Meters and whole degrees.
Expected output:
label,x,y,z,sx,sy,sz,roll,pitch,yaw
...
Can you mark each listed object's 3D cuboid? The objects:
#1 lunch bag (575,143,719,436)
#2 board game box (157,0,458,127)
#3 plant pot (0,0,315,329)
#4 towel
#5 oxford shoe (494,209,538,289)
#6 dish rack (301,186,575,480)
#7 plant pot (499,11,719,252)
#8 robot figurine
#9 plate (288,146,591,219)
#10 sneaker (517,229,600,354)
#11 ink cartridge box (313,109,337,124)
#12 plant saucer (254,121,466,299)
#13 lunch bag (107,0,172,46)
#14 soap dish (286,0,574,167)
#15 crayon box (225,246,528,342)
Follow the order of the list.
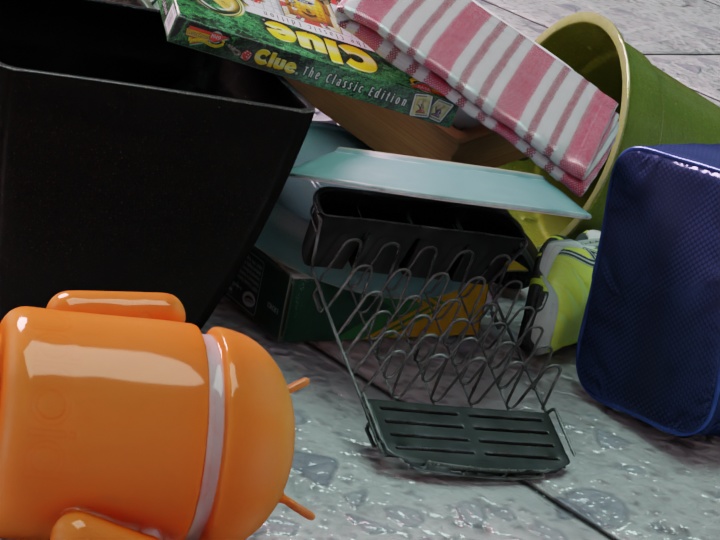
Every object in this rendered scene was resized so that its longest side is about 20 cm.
label,x,y,z,sx,sy,sz,roll,pitch,yaw
lunch bag,0.241,0.004,1.309,0.132,0.202,0.136,1,17,-38
board game box,-0.037,-0.152,1.282,0.199,0.024,0.105,15,33,-25
plant pot,-0.168,-0.061,1.255,0.199,0.179,0.200,7,19,-25
towel,0.079,-0.130,1.310,0.199,0.030,0.146,35,26,1
oxford shoe,0.077,-0.075,1.508,0.084,0.073,0.200,-33,80,-31
dish rack,0.052,0.040,1.222,0.152,0.055,0.201,5,43,-27
plant pot,0.227,-0.080,1.601,0.189,0.201,0.200,18,15,-26
robot figurine,-0.119,0.082,0.991,0.198,0.118,0.144,6,14,-16
plate,0.050,-0.058,1.271,0.198,0.026,0.200,8,4,-1
sneaker,0.169,0.015,1.423,0.076,0.076,0.200,19,22,20
ink cartridge box,-0.109,-0.098,1.487,0.197,0.044,0.200,7,15,-11
plant saucer,-0.007,-0.049,1.365,0.199,0.028,0.201,15,30,-9
lunch bag,-0.167,-0.228,1.455,0.200,0.118,0.164,43,42,12
soap dish,0.040,-0.143,1.435,0.200,0.082,0.157,37,35,26
crayon box,0.000,0.000,1.391,0.199,0.052,0.126,-2,24,-34
